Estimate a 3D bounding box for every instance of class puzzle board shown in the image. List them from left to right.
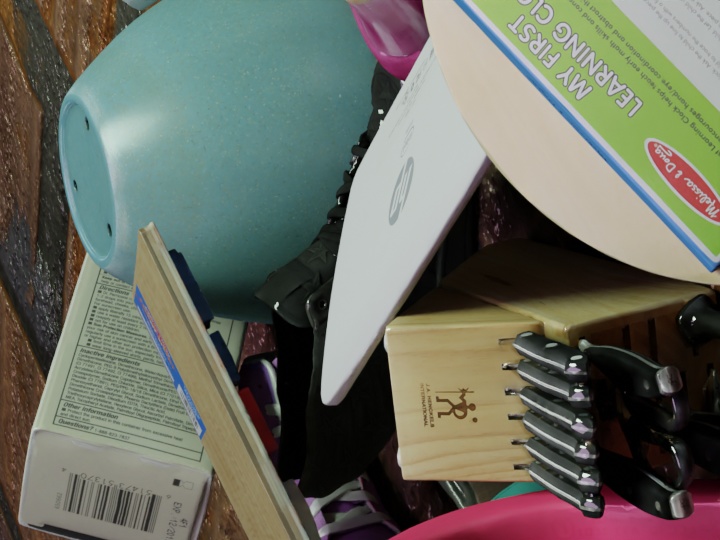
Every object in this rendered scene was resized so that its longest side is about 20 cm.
[{"bbox_3d":[-0.059,0.083,0.962,0.201,0.017,0.151,64,168,8],"label":"puzzle board"}]

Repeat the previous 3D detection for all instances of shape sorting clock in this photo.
[{"bbox_3d":[0.108,-0.093,0.620,0.199,0.039,0.201,8,107,26],"label":"shape sorting clock"}]

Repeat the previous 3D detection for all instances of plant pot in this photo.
[{"bbox_3d":[-0.082,-0.060,1.061,0.200,0.134,0.201,168,90,-68],"label":"plant pot"}]

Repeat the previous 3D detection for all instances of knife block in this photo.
[{"bbox_3d":[0.107,0.037,0.782,0.200,0.174,0.064,-35,-59,-65],"label":"knife block"}]

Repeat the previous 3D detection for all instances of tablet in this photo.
[{"bbox_3d":[0.024,-0.046,0.799,0.200,0.014,0.131,120,163,-51],"label":"tablet"}]

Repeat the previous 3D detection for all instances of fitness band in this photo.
[{"bbox_3d":[0.090,0.110,0.690,0.199,0.143,0.038,-5,101,32],"label":"fitness band"}]

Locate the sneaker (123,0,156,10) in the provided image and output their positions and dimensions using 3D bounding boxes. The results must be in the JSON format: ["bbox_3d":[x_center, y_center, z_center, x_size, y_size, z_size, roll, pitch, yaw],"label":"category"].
[{"bbox_3d":[-0.116,-0.230,1.139,0.079,0.078,0.201,-38,41,18],"label":"sneaker"}]

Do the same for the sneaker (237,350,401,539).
[{"bbox_3d":[-0.026,0.107,1.101,0.200,0.072,0.115,-141,47,-57],"label":"sneaker"}]

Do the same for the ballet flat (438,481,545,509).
[{"bbox_3d":[0.078,0.102,0.865,0.069,0.068,0.200,64,176,-28],"label":"ballet flat"}]

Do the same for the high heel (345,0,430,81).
[{"bbox_3d":[0.013,-0.172,0.908,0.096,0.067,0.201,41,-154,-50],"label":"high heel"}]

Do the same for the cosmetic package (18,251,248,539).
[{"bbox_3d":[-0.119,0.054,1.134,0.201,0.103,0.088,-78,5,-46],"label":"cosmetic package"}]

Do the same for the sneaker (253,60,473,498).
[{"bbox_3d":[-0.001,-0.001,0.939,0.060,0.104,0.201,26,125,61],"label":"sneaker"}]
